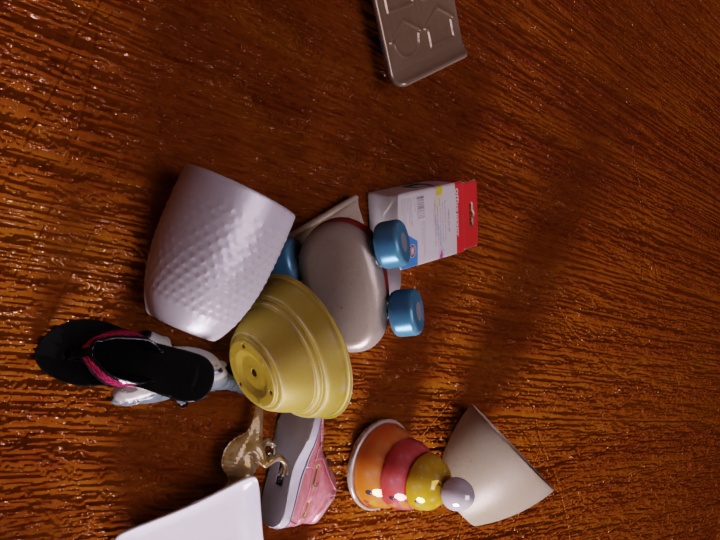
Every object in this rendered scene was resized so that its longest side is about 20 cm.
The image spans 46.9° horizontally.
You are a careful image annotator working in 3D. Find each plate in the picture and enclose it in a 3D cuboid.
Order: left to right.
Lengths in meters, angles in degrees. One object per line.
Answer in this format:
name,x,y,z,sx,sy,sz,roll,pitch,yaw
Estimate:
plate,-0.215,0.379,1.065,0.198,0.032,0.202,-17,114,-34

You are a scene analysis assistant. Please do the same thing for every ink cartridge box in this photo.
ink cartridge box,0.104,-0.080,1.326,0.199,0.067,0.118,-15,108,-44

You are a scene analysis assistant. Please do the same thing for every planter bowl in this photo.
planter bowl,-0.107,0.113,1.042,0.083,0.199,0.203,-26,114,-37

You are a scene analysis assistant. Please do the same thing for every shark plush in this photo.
shark plush,-0.220,0.135,1.049,0.084,0.091,0.199,-60,154,12

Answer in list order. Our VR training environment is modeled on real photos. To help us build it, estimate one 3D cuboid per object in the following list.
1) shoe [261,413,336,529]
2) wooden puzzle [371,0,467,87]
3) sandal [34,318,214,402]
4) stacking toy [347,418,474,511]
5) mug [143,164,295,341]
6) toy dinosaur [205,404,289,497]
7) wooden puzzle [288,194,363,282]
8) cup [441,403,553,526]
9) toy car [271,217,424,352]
shoe,-0.076,0.271,1.194,0.090,0.071,0.203,14,91,-47
wooden puzzle,0.077,-0.401,1.269,0.185,0.046,0.202,-34,114,-38
sandal,-0.260,0.098,0.922,0.198,0.045,0.076,13,74,-8
stacking toy,0.089,0.320,1.276,0.145,0.199,0.148,-8,101,-45
mug,-0.172,-0.010,1.011,0.177,0.146,0.200,-66,165,-4
toy dinosaur,-0.144,0.246,1.124,0.101,0.058,0.202,35,71,-42
wooden puzzle,-0.037,0.014,1.215,0.184,0.037,0.202,-34,119,-38
cup,0.215,0.356,1.442,0.143,0.200,0.200,-45,130,0
toy car,0.000,0.000,1.148,0.200,0.182,0.179,-47,126,-66
